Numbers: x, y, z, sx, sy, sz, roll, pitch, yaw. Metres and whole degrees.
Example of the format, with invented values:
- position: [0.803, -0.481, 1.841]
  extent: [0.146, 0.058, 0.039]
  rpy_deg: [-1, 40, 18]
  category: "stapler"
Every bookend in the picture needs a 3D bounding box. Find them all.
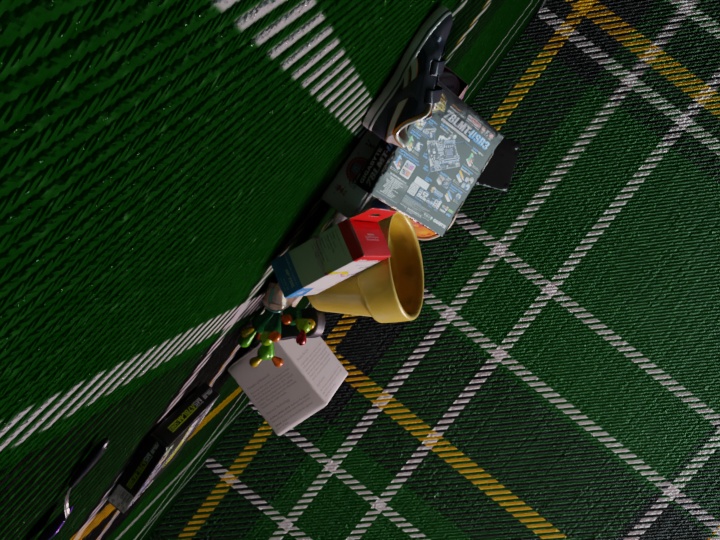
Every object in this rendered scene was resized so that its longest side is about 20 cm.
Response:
- position: [0.151, -0.225, 1.294]
  extent: [0.199, 0.197, 0.093]
  rpy_deg: [28, -73, 53]
  category: "bookend"

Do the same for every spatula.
- position: [-0.363, 0.281, 0.878]
  extent: [0.201, 0.020, 0.057]
  rpy_deg: [-56, -171, 20]
  category: "spatula"

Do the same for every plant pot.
- position: [0.000, 0.000, 1.290]
  extent: [0.187, 0.203, 0.201]
  rpy_deg: [-8, -163, 21]
  category: "plant pot"

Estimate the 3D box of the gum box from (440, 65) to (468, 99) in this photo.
- position: [0.133, -0.311, 1.446]
  extent: [0.201, 0.066, 0.114]
  rpy_deg: [-53, 179, 4]
  category: "gum box"

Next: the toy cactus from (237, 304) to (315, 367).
- position: [-0.153, 0.098, 1.340]
  extent: [0.199, 0.102, 0.167]
  rpy_deg: [-26, -137, 48]
  category: "toy cactus"

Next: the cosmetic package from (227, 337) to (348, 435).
- position: [-0.168, 0.239, 1.648]
  extent: [0.164, 0.201, 0.165]
  rpy_deg: [-36, -177, 24]
  category: "cosmetic package"

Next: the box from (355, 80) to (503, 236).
- position: [0.115, -0.179, 1.122]
  extent: [0.199, 0.050, 0.200]
  rpy_deg: [24, 98, -43]
  category: "box"

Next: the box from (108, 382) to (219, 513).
- position: [-0.367, 0.330, 1.315]
  extent: [0.201, 0.047, 0.193]
  rpy_deg: [-53, 176, 25]
  category: "box"

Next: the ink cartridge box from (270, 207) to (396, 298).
- position: [-0.031, -0.028, 1.135]
  extent: [0.199, 0.068, 0.116]
  rpy_deg: [-27, 171, 23]
  category: "ink cartridge box"

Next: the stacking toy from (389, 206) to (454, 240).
- position: [0.097, -0.144, 1.387]
  extent: [0.147, 0.146, 0.199]
  rpy_deg: [-53, 153, 15]
  category: "stacking toy"

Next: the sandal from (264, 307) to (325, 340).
- position: [-0.132, 0.107, 1.399]
  extent: [0.199, 0.043, 0.077]
  rpy_deg: [5, -95, 49]
  category: "sandal"

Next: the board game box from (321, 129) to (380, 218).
- position: [0.009, -0.164, 1.212]
  extent: [0.148, 0.064, 0.200]
  rpy_deg: [-54, 179, 5]
  category: "board game box"

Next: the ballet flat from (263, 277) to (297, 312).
- position: [-0.118, 0.009, 1.320]
  extent: [0.200, 0.067, 0.068]
  rpy_deg: [-53, 155, -59]
  category: "ballet flat"

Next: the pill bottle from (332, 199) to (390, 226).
- position: [0.026, -0.127, 1.521]
  extent: [0.113, 0.112, 0.200]
  rpy_deg: [-54, 178, 34]
  category: "pill bottle"

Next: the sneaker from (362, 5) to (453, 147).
- position: [0.086, -0.267, 0.987]
  extent: [0.201, 0.079, 0.078]
  rpy_deg: [-56, 175, 31]
  category: "sneaker"
